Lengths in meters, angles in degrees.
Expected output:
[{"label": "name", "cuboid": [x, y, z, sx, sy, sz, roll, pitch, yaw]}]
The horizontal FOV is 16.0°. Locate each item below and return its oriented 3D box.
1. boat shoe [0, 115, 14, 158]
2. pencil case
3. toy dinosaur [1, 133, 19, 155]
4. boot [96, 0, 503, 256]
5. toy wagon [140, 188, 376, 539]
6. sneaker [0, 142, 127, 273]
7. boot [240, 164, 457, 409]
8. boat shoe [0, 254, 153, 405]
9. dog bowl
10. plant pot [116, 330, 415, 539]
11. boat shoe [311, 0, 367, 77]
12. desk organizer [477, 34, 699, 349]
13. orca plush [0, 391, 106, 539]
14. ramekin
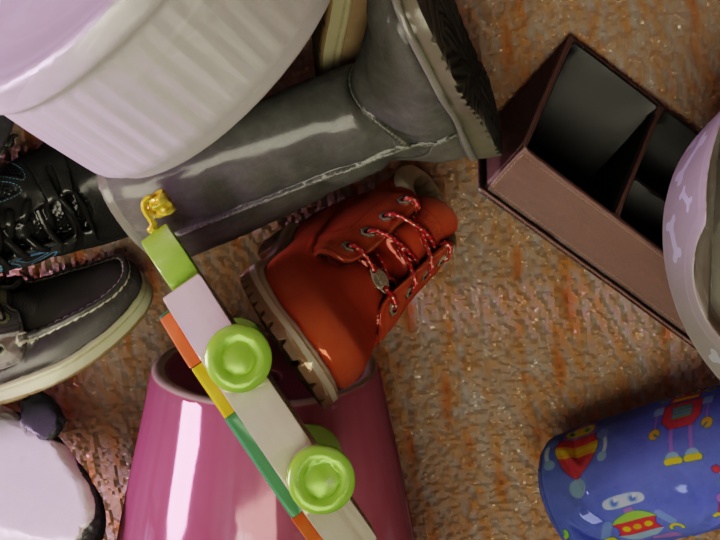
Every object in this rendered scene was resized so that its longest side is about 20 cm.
[{"label": "boat shoe", "cuboid": [-0.258, -0.113, 1.330, 0.199, 0.069, 0.057, 31, 91, 18]}, {"label": "pencil case", "cuboid": [0.198, 0.110, 1.430, 0.199, 0.078, 0.087, -18, 111, 28]}, {"label": "toy dinosaur", "cuboid": [-0.213, -0.107, 1.365, 0.088, 0.047, 0.201, 32, 121, 5]}, {"label": "boot", "cuboid": [-0.039, -0.077, 1.287, 0.198, 0.073, 0.182, -11, 149, 10]}, {"label": "toy wagon", "cuboid": [-0.057, 0.052, 1.268, 0.039, 0.155, 0.201, -35, 92, -2]}, {"label": "sneaker", "cuboid": [-0.184, -0.024, 1.392, 0.199, 0.082, 0.074, -15, 120, 12]}, {"label": "boot", "cuboid": [0.000, 0.000, 1.331, 0.107, 0.200, 0.075, -30, 106, 12]}, {"label": "boat shoe", "cuboid": [-0.215, 0.036, 1.425, 0.200, 0.072, 0.066, -24, 120, 6]}, {"label": "dog bowl", "cuboid": [0.241, -0.009, 1.317, 0.200, 0.201, 0.059, 35, 150, -17]}, {"label": "plant pot", "cuboid": [-0.052, 0.138, 1.431, 0.198, 0.200, 0.180, 2, 107, 3]}, {"label": "boat shoe", "cuboid": [0.015, -0.173, 1.292, 0.064, 0.072, 0.201, 4, 130, -12]}, {"label": "desk organizer", "cuboid": [0.162, -0.030, 1.372, 0.199, 0.072, 0.077, 35, 115, -17]}, {"label": "orca plush", "cuboid": [-0.221, 0.123, 1.471, 0.199, 0.106, 0.071, 9, 155, 22]}, {"label": "ramekin", "cuboid": [-0.097, -0.135, 1.251, 0.202, 0.203, 0.094, -36, 118, 23]}]
